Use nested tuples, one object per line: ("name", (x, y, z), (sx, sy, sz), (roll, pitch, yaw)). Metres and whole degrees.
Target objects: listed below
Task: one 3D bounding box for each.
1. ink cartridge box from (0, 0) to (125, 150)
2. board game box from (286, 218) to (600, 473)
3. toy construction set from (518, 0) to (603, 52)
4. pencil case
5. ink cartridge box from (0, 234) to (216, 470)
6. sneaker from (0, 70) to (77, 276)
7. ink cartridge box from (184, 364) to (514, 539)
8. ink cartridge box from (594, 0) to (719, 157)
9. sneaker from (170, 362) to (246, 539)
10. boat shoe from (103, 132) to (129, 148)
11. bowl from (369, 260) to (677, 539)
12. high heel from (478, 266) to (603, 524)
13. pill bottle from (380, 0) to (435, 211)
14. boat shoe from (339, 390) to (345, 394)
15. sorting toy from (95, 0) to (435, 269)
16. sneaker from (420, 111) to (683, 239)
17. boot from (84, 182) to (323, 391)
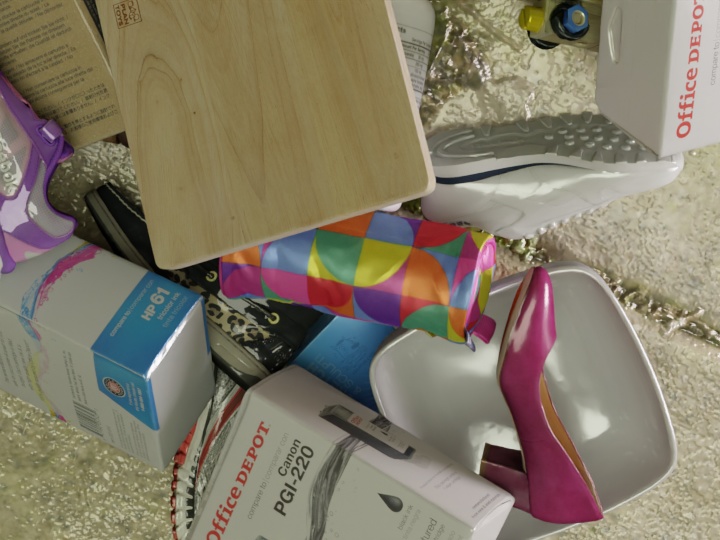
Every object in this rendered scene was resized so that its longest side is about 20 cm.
("ink cartridge box", (-0.256, -0.157, 1.329), (0.200, 0.075, 0.165), (-17, 105, 28))
("board game box", (0.065, 0.081, 1.457), (0.200, 0.040, 0.153), (41, 103, -12))
("toy construction set", (0.172, -0.225, 1.342), (0.200, 0.092, 0.131), (6, 83, -10))
("pencil case", (0.000, 0.000, 1.318), (0.200, 0.088, 0.089), (14, 108, 11))
("ink cartridge box", (-0.215, 0.044, 1.355), (0.200, 0.085, 0.145), (24, 150, 14))
("sneaker", (-0.245, -0.095, 1.270), (0.088, 0.080, 0.201), (-13, 94, -2))
("ink cartridge box", (-0.011, 0.183, 1.355), (0.200, 0.085, 0.146), (30, 112, 18))
("ink cartridge box", (0.275, -0.176, 1.301), (0.200, 0.084, 0.146), (-16, 126, -20))
("sneaker", (-0.107, 0.152, 1.461), (0.082, 0.078, 0.200), (6, 108, -3))
("boat shoe", (-0.144, -0.181, 1.358), (0.070, 0.070, 0.200), (13, 117, 9))
("bowl", (0.122, 0.096, 1.402), (0.200, 0.075, 0.200), (-23, 106, 8))
("high heel", (0.143, 0.091, 1.328), (0.096, 0.067, 0.200), (11, 122, 6))
("pill bottle", (-0.009, -0.149, 1.330), (0.113, 0.113, 0.200), (10, 91, -3))
("boat shoe", (-0.028, 0.188, 1.453), (0.075, 0.074, 0.200), (6, 119, 20))
("sorting toy", (-0.058, -0.121, 1.249), (0.198, 0.070, 0.200), (-16, 82, 18))
("sneaker", (0.145, -0.067, 1.402), (0.200, 0.076, 0.081), (-3, 119, 6))
("boot", (-0.096, -0.024, 1.412), (0.154, 0.073, 0.204), (-43, 81, -8))
